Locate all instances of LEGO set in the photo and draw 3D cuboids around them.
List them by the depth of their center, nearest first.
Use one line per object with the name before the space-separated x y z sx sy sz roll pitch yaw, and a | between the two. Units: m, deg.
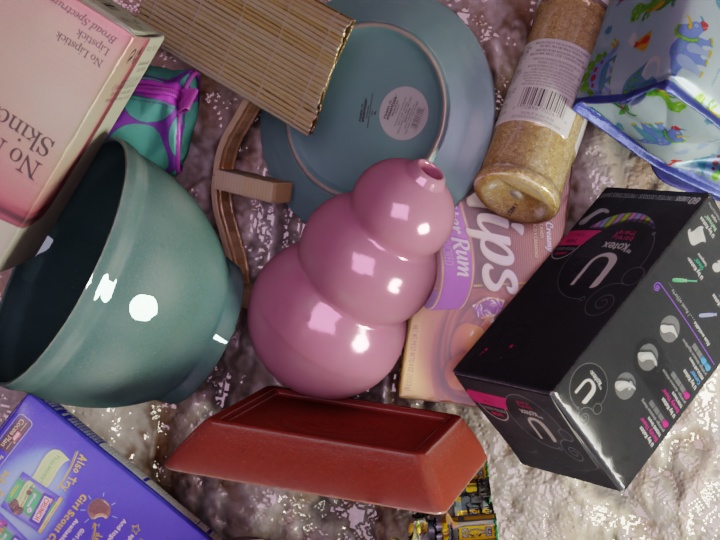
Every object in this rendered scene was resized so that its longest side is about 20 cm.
LEGO set | 0.044 0.223 1.212 0.115 0.200 0.155 -4 108 2

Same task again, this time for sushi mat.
sushi mat | -0.094 -0.187 1.248 0.199 0.012 0.096 32 114 28

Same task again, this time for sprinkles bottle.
sprinkles bottle | 0.145 -0.135 1.236 0.068 0.068 0.201 21 64 1

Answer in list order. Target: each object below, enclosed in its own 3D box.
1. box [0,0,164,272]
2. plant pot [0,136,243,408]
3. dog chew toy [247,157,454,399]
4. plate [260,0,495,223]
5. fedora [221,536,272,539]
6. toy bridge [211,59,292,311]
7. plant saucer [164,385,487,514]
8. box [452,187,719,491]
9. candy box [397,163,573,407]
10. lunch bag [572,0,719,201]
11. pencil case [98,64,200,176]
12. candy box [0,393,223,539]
box | -0.251 -0.118 1.171 0.127 0.109 0.201 32 99 -1
plant pot | -0.172 0.020 1.224 0.133 0.200 0.202 28 88 -26
dog chew toy | 0.000 0.000 1.209 0.124 0.125 0.201 36 118 2
plate | 0.007 -0.121 1.260 0.198 0.026 0.203 -2 85 23
fedora | -0.103 0.292 1.203 0.199 0.090 0.178 -24 129 -27
toy bridge | -0.085 -0.066 1.278 0.067 0.027 0.202 15 102 34
plant saucer | -0.017 0.123 1.182 0.197 0.200 0.037 8 96 13
box | 0.186 0.045 1.198 0.200 0.122 0.106 -49 116 -20
candy box | 0.097 0.005 1.274 0.115 0.056 0.202 7 89 1
lunch bag | 0.275 -0.154 1.228 0.199 0.127 0.172 28 73 -29
pencil case | -0.223 -0.138 1.265 0.198 0.093 0.086 15 63 -1
candy box | -0.224 0.221 1.260 0.200 0.077 0.170 39 88 3
